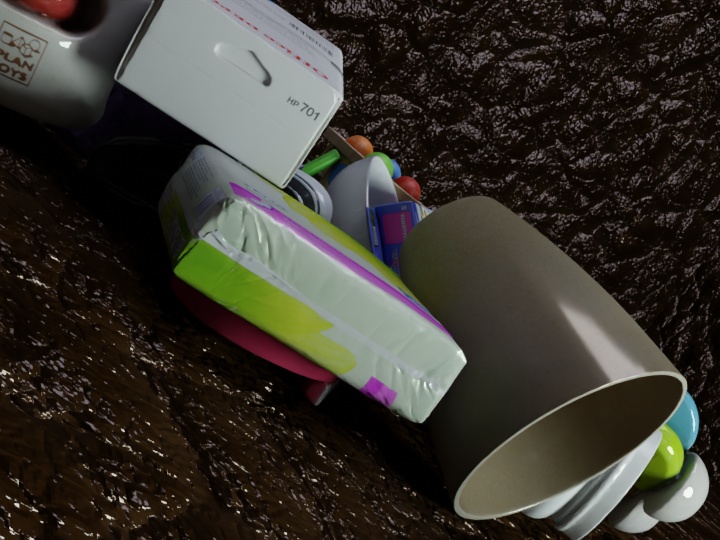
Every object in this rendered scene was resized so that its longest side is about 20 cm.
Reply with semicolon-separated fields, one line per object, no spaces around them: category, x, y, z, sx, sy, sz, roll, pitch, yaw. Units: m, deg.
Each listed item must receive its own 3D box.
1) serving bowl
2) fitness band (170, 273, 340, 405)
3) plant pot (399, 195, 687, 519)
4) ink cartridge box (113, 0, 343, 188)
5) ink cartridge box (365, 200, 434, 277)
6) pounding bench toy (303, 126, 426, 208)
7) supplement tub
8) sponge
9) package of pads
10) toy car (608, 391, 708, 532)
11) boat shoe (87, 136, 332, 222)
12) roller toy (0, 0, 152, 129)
serving bowl;0.000;0.000;0.986;0.200;0.065;0.203;-7;90;-79
fitness band;-0.068;0.033;0.802;0.143;0.038;0.200;40;5;2
plant pot;0.111;0.050;0.814;0.187;0.187;0.201;30;28;-55
ink cartridge box;-0.092;-0.160;0.830;0.146;0.086;0.200;33;18;-12
ink cartridge box;0.047;0.003;0.960;0.200;0.041;0.121;0;82;-77
pounding bench toy;-0.035;-0.090;1.290;0.199;0.157;0.124;34;8;-39
supplement tub;0.147;0.122;0.947;0.200;0.145;0.144;41;7;9
sponge;-0.158;-0.109;0.915;0.199;0.112;0.030;40;5;-2
package of pads;-0.038;0.003;0.724;0.199;0.068;0.155;35;6;-23
toy car;0.302;0.184;1.208;0.175;0.150;0.200;42;-25;3
boat shoe;-0.119;-0.064;0.831;0.198;0.073;0.068;19;3;20
roller toy;-0.257;-0.192;0.798;0.181;0.141;0.200;30;8;14
